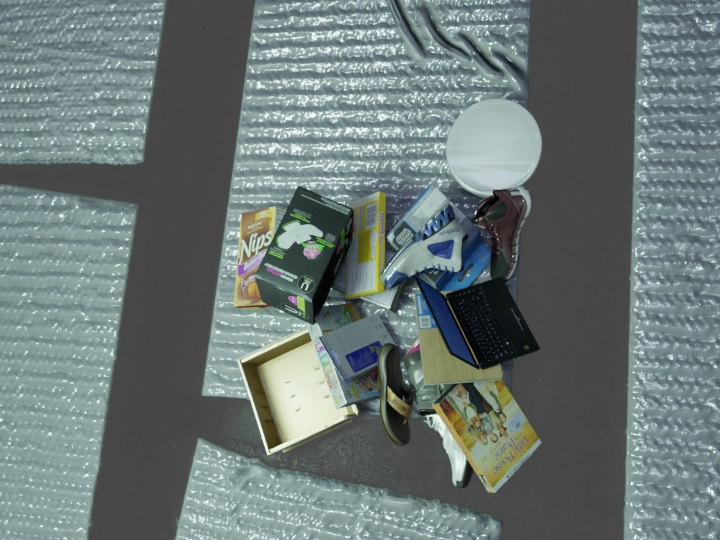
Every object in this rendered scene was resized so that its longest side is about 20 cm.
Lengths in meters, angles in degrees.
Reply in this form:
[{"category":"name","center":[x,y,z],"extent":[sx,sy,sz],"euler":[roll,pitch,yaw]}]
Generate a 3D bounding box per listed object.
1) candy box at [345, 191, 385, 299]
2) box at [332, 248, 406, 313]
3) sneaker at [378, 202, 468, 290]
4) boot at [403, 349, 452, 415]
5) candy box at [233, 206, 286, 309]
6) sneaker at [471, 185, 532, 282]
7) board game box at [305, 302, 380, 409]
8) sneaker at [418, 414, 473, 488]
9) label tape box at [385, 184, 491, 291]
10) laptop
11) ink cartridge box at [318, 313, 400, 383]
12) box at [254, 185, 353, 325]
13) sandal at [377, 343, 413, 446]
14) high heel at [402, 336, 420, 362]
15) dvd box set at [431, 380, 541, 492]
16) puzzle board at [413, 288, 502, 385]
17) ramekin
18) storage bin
[{"category":"candy box","center":[0.011,-0.050,1.577],"extent":[0.101,0.026,0.206],"euler":[-14,70,50]},{"category":"box","center":[0.000,0.000,1.639],"extent":[0.195,0.060,0.119],"euler":[19,82,17]},{"category":"sneaker","center":[0.137,-0.022,1.492],"extent":[0.199,0.081,0.115],"euler":[-44,91,-5]},{"category":"boot","center":[0.189,0.202,1.518],"extent":[0.196,0.068,0.133],"euler":[-23,58,3]},{"category":"candy box","center":[-0.204,-0.024,1.625],"extent":[0.115,0.056,0.206],"euler":[-6,75,42]},{"category":"sneaker","center":[0.260,-0.072,1.533],"extent":[0.076,0.113,0.205],"euler":[42,127,55]},{"category":"board game box","center":[-0.029,0.169,1.573],"extent":[0.034,0.133,0.204],"euler":[-34,70,38]},{"category":"sneaker","center":[0.169,0.321,1.530],"extent":[0.112,0.076,0.206],"euler":[-1,69,20]},{"category":"label tape box","center":[0.166,-0.050,1.567],"extent":[0.200,0.063,0.145],"euler":[43,85,-3]},{"category":"laptop","center":[0.218,0.080,1.449],"extent":[0.195,0.104,0.180],"euler":[-16,55,-11]},{"category":"ink cartridge box","center":[-0.008,0.156,1.539],"extent":[0.039,0.198,0.101],"euler":[-40,75,35]},{"category":"box","center":[-0.104,-0.026,1.501],"extent":[0.122,0.149,0.204],"euler":[22,69,7]},{"category":"sandal","center":[0.077,0.246,1.536],"extent":[0.053,0.081,0.206],"euler":[-4,89,34]},{"category":"high heel","center":[0.178,0.139,1.567],"extent":[0.200,0.067,0.096],"euler":[-45,85,6]},{"category":"dvd box set","center":[0.240,0.290,1.466],"extent":[0.145,0.029,0.203],"euler":[-36,96,-24]},{"category":"puzzle board","center":[0.184,0.125,1.491],"extent":[0.146,0.018,0.204],"euler":[-4,53,-1]},{"category":"ramekin","center":[0.277,-0.240,1.608],"extent":[0.196,0.094,0.209],"euler":[-3,77,12]},{"category":"storage bin","center":[-0.123,0.243,1.598],"extent":[0.195,0.094,0.204],"euler":[-24,73,7]}]
